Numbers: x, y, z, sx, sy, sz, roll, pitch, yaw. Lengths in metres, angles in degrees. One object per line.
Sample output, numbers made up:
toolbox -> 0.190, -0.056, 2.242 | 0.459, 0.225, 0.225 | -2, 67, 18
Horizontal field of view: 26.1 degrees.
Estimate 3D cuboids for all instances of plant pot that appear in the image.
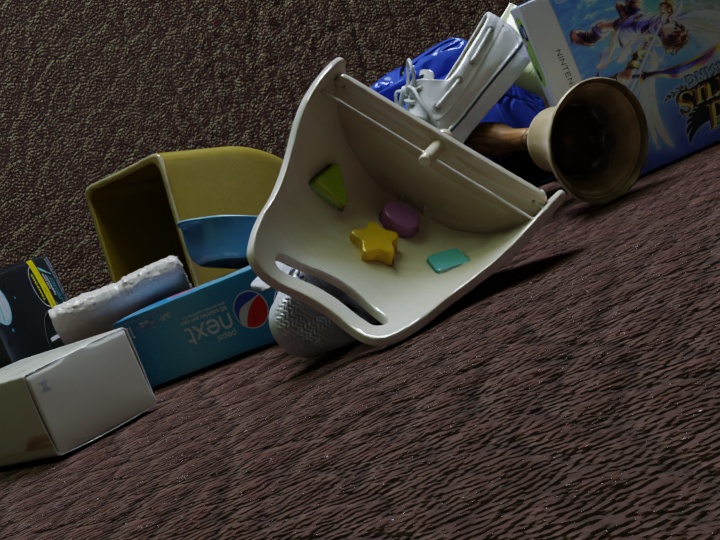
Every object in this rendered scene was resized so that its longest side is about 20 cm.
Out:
plant pot -> -0.170, -0.041, 1.812 | 0.200, 0.196, 0.194 | -16, 0, -36

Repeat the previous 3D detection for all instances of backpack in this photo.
backpack -> 0.079, -0.125, 1.560 | 0.200, 0.168, 0.162 | -31, -21, 26

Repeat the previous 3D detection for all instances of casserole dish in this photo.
casserole dish -> -0.072, -0.023, 1.431 | 0.200, 0.039, 0.121 | 2, -6, -26

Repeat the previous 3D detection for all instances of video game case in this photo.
video game case -> 0.260, -0.189, 1.383 | 0.200, 0.182, 0.045 | -24, 7, -2

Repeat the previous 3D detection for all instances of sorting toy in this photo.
sorting toy -> 0.012, -0.028, 1.112 | 0.180, 0.200, 0.107 | -49, -14, -42

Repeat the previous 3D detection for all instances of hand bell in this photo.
hand bell -> 0.149, -0.115, 1.360 | 0.104, 0.104, 0.200 | -26, 17, -25

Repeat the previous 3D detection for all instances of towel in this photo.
towel -> -0.217, 0.049, 1.492 | 0.132, 0.035, 0.200 | -25, -20, -7

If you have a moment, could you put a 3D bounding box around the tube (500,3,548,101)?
tube -> 0.207, -0.175, 1.454 | 0.058, 0.200, 0.052 | -47, -15, -57

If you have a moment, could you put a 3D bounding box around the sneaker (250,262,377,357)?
sneaker -> -0.037, 0.024, 1.195 | 0.115, 0.075, 0.200 | -35, 9, 35

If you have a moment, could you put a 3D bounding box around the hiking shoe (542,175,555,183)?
hiking shoe -> 0.166, -0.125, 1.727 | 0.200, 0.075, 0.087 | -18, 7, 44

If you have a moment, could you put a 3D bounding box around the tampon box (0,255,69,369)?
tampon box -> -0.356, 0.086, 1.500 | 0.126, 0.150, 0.200 | -23, 6, 9

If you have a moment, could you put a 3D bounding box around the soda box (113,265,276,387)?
soda box -> -0.113, 0.039, 1.363 | 0.200, 0.068, 0.064 | -21, 4, 25

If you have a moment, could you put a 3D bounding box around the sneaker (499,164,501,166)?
sneaker -> 0.062, -0.044, 1.398 | 0.200, 0.076, 0.079 | -27, 3, -40

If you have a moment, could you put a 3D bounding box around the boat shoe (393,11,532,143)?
boat shoe -> 0.067, -0.154, 1.398 | 0.202, 0.086, 0.075 | -50, 9, -8

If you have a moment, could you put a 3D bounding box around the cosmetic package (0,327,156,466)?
cosmetic package -> -0.267, 0.111, 1.293 | 0.105, 0.071, 0.200 | -27, 6, -36
